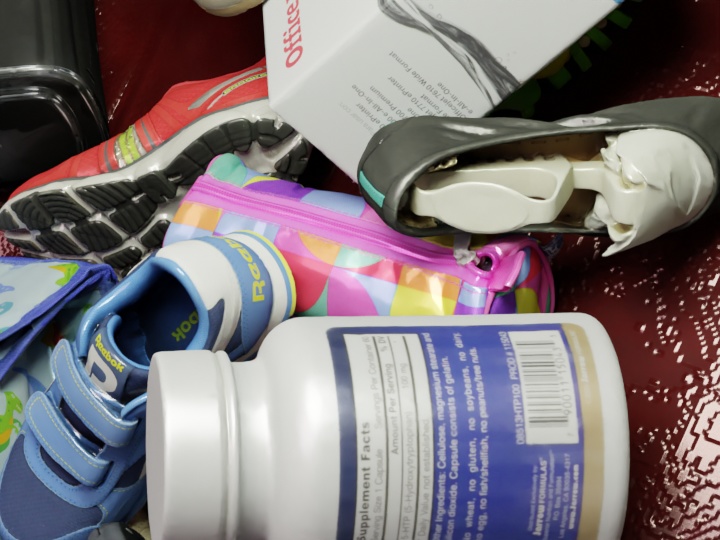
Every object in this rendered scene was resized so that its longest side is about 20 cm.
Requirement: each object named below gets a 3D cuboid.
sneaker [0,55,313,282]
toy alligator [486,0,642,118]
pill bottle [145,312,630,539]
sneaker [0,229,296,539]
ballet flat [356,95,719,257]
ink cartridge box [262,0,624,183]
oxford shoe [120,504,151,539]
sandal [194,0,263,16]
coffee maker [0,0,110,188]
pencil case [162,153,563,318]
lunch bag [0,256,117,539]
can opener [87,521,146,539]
[{"bbox_3d":[-0.103,-0.056,1.417,0.200,0.077,0.085,-20,37,26],"label":"sneaker"},{"bbox_3d":[0.083,-0.105,1.319,0.200,0.054,0.059,-48,26,6],"label":"toy alligator"},{"bbox_3d":[0.009,0.079,1.171,0.200,0.120,0.120,0,64,-10],"label":"pill bottle"},{"bbox_3d":[-0.118,0.059,1.265,0.074,0.082,0.200,42,105,18],"label":"sneaker"},{"bbox_3d":[0.099,-0.037,1.226,0.200,0.068,0.068,-5,28,-2],"label":"ballet flat"},{"bbox_3d":[0.049,-0.151,1.274,0.200,0.084,0.145,-40,29,22],"label":"ink cartridge box"},{"bbox_3d":[-0.102,0.157,1.321,0.075,0.070,0.200,-16,70,15],"label":"oxford shoe"},{"bbox_3d":[-0.085,-0.222,1.334,0.080,0.054,0.200,-27,62,27],"label":"sandal"},{"bbox_3d":[-0.189,-0.161,1.463,0.192,0.135,0.200,-20,60,23],"label":"coffee maker"},{"bbox_3d":[0.000,0.000,1.295,0.200,0.088,0.088,13,77,28],"label":"pencil case"},{"bbox_3d":[-0.228,0.078,1.400,0.170,0.127,0.200,3,59,35],"label":"lunch bag"},{"bbox_3d":[-0.086,0.160,1.199,0.079,0.063,0.200,-60,20,11],"label":"can opener"}]
